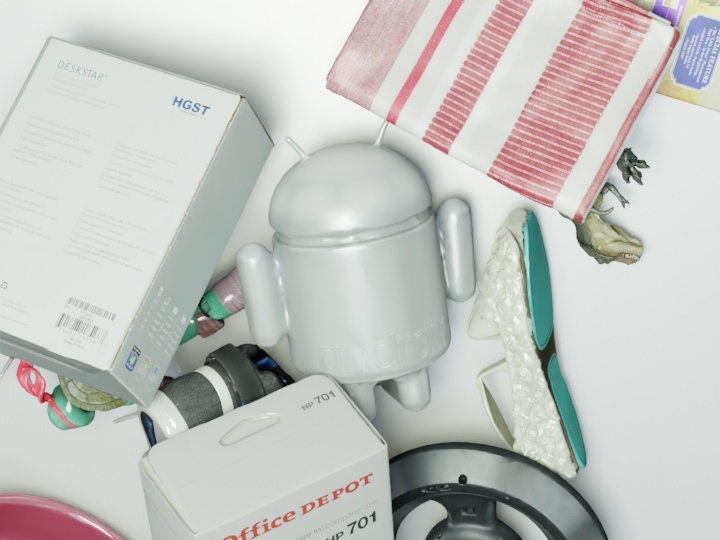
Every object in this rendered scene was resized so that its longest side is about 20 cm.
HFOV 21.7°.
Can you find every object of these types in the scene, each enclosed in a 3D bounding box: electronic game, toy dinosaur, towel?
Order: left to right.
[{"bbox_3d":[0.083,0.209,1.352,0.199,0.042,0.201,7,121,12],"label":"electronic game"},{"bbox_3d":[0.092,-0.139,1.231,0.199,0.023,0.145,29,93,15],"label":"towel"},{"bbox_3d":[0.145,-0.086,1.263,0.088,0.047,0.201,-21,105,48],"label":"toy dinosaur"}]

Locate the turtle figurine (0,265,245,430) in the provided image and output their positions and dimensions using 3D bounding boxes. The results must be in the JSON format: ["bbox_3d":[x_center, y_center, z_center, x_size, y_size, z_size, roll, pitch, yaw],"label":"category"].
[{"bbox_3d":[-0.163,0.053,1.323,0.200,0.101,0.150,-44,100,8],"label":"turtle figurine"}]

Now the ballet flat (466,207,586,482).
[{"bbox_3d":[0.108,0.059,1.308,0.071,0.072,0.201,-11,104,9],"label":"ballet flat"}]

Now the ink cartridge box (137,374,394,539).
[{"bbox_3d":[-0.057,0.189,1.258,0.146,0.086,0.201,-23,136,-20],"label":"ink cartridge box"}]

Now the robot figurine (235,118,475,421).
[{"bbox_3d":[0.000,0.000,1.279,0.169,0.113,0.201,-15,106,-18],"label":"robot figurine"}]

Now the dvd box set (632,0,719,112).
[{"bbox_3d":[0.261,-0.175,1.245,0.199,0.029,0.147,16,107,2],"label":"dvd box set"}]

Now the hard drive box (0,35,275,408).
[{"bbox_3d":[-0.171,-0.034,1.222,0.155,0.077,0.201,19,74,22],"label":"hard drive box"}]

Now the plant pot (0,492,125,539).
[{"bbox_3d":[-0.258,0.293,1.360,0.199,0.200,0.179,30,122,-3],"label":"plant pot"}]

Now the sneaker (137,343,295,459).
[{"bbox_3d":[-0.091,0.118,1.316,0.112,0.200,0.073,-32,71,-18],"label":"sneaker"}]
